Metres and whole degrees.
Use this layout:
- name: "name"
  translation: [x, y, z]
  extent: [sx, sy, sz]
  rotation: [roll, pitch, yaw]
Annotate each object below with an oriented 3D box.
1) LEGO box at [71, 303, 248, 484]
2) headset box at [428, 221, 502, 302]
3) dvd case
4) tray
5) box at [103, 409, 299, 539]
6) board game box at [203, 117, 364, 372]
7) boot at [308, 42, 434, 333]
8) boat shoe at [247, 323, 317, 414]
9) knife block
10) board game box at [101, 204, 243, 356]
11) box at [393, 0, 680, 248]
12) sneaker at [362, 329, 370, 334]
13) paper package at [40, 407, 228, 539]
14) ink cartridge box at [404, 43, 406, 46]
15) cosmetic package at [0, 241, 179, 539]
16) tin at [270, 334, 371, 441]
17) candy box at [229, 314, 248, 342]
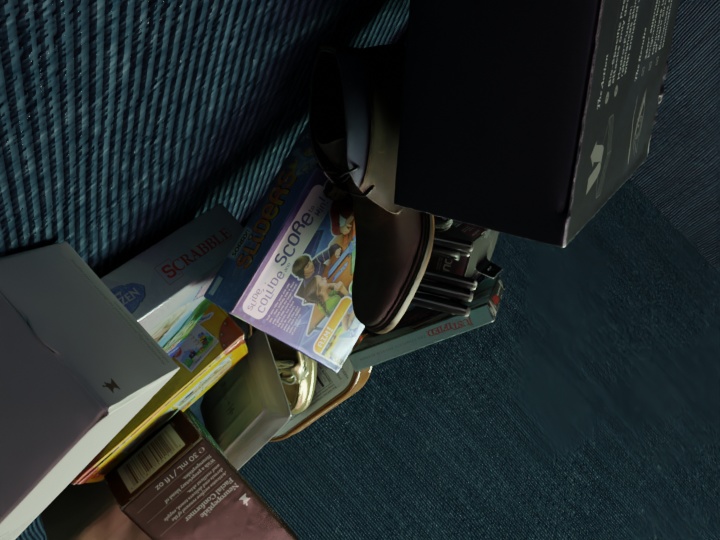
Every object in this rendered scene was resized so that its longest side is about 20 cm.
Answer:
- name: "LEGO box"
  translation: [-0.206, 0.109, 0.962]
  extent: [0.200, 0.077, 0.149]
  rotation: [-42, 175, -11]
- name: "headset box"
  translation: [0.051, -0.032, 1.049]
  extent: [0.149, 0.200, 0.075]
  rotation: [-32, 138, -69]
- name: "dvd case"
  translation: [0.075, 0.051, 1.039]
  extent: [0.146, 0.022, 0.200]
  rotation: [-21, -175, 13]
- name: "tray"
  translation: [-0.136, 0.150, 1.107]
  extent: [0.022, 0.107, 0.200]
  rotation: [-6, 155, -31]
- name: "box"
  translation: [-0.146, 0.244, 0.980]
  extent: [0.100, 0.200, 0.075]
  rotation: [-42, -149, -10]
- name: "board game box"
  translation: [-0.014, -0.036, 0.753]
  extent: [0.135, 0.034, 0.200]
  rotation: [36, 83, -48]
- name: "boot"
  translation: [-0.002, -0.058, 0.684]
  extent: [0.097, 0.200, 0.075]
  rotation: [6, -175, -37]
- name: "boat shoe"
  translation: [-0.095, 0.075, 1.096]
  extent: [0.073, 0.200, 0.063]
  rotation: [1, -157, 20]
- name: "knife block"
  translation: [0.000, 0.000, 0.928]
  extent: [0.200, 0.176, 0.064]
  rotation: [-31, 173, -1]
- name: "board game box"
  translation: [-0.193, 0.059, 0.756]
  extent: [0.200, 0.041, 0.200]
  rotation: [-39, 174, -41]
- name: "box"
  translation: [0.120, -0.147, 0.633]
  extent: [0.200, 0.117, 0.197]
  rotation: [-37, 137, -54]
- name: "sneaker"
  translation: [-0.011, 0.018, 1.101]
  extent: [0.200, 0.087, 0.074]
  rotation: [-87, 177, -66]
- name: "paper package"
  translation: [-0.246, 0.229, 1.085]
  extent: [0.191, 0.103, 0.200]
  rotation: [-43, -153, -8]
- name: "ink cartridge box"
  translation: [0.107, -0.189, 0.865]
  extent: [0.200, 0.044, 0.174]
  rotation: [-18, 130, -51]
- name: "cosmetic package"
  translation: [-0.214, 0.091, 0.574]
  extent: [0.200, 0.108, 0.085]
  rotation: [-43, 175, 19]
- name: "tin"
  translation: [-0.074, 0.123, 1.166]
  extent: [0.200, 0.112, 0.042]
  rotation: [-38, 177, 24]
- name: "candy box"
  translation: [-0.136, 0.062, 1.220]
  extent: [0.200, 0.061, 0.136]
  rotation: [-39, 174, -42]
